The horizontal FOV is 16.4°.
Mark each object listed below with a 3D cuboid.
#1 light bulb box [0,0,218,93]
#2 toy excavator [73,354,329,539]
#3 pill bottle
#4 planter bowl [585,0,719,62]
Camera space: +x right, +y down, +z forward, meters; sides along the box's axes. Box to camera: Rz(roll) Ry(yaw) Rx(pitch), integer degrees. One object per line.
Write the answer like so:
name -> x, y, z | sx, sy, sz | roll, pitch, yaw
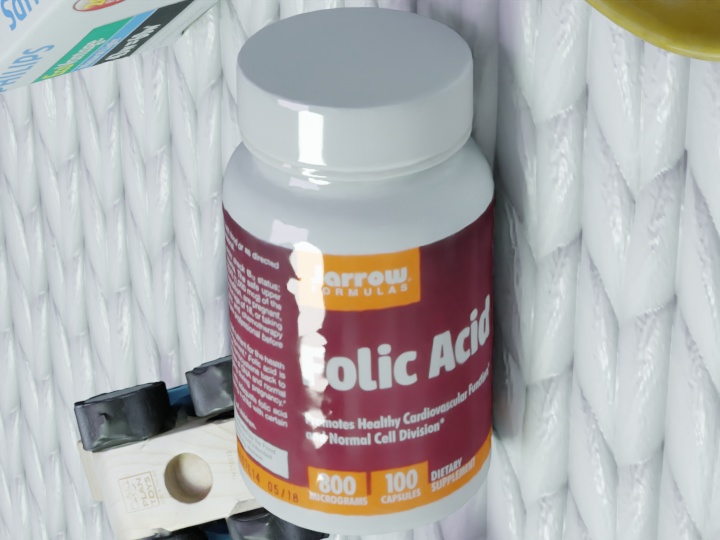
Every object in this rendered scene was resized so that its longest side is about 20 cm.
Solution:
light bulb box -> -0.140, -0.211, 1.181 | 0.198, 0.124, 0.201 | -27, 82, 63
toy excavator -> -0.085, 0.099, 1.305 | 0.194, 0.200, 0.100 | -16, 91, 20
pill bottle -> 0.000, 0.000, 1.049 | 0.114, 0.114, 0.201 | 39, 139, 48
planter bowl -> 0.107, -0.170, 0.752 | 0.200, 0.083, 0.201 | 44, 151, 33
